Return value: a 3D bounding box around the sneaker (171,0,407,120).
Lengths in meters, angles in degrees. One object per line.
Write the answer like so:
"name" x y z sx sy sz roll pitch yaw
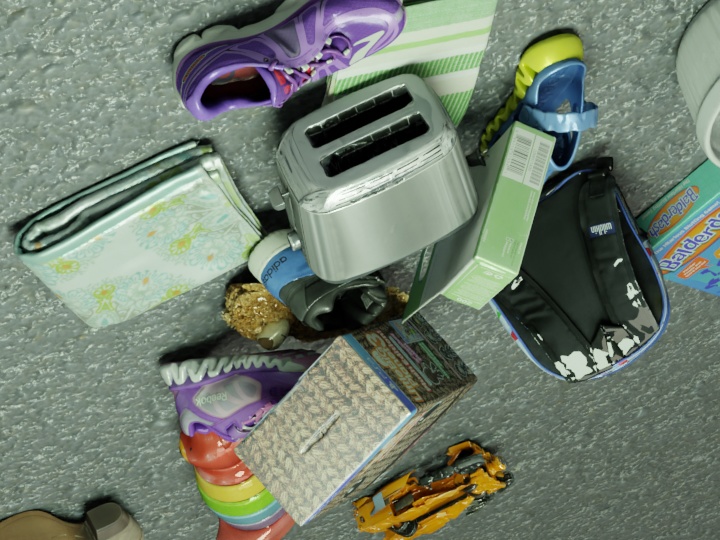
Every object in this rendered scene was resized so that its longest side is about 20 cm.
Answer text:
"sneaker" -0.053 -0.167 1.452 0.199 0.084 0.081 -22 130 1

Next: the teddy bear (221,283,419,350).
"teddy bear" -0.037 0.046 1.799 0.199 0.067 0.145 2 176 -44

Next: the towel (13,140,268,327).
"towel" -0.193 -0.026 1.632 0.199 0.048 0.171 -25 148 4

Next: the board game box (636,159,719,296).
"board game box" 0.398 -0.045 1.986 0.200 0.045 0.152 15 133 -44

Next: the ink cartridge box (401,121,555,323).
"ink cartridge box" 0.107 -0.034 1.669 0.048 0.146 0.200 21 156 -9

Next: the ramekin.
"ramekin" 0.393 -0.195 1.695 0.199 0.105 0.200 -16 148 -11

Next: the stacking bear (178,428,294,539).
"stacking bear" -0.140 0.213 1.984 0.113 0.122 0.200 -20 142 0

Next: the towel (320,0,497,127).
"towel" 0.035 -0.170 1.585 0.152 0.023 0.200 -12 146 -18

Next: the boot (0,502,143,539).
"boot" -0.344 0.329 2.062 0.199 0.070 0.146 -13 150 -15

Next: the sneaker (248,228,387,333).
"sneaker" -0.001 0.001 1.701 0.199 0.111 0.077 -16 145 -44

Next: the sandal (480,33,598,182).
"sandal" 0.169 -0.125 1.678 0.079 0.087 0.200 -14 150 -18

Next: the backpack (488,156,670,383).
"backpack" 0.220 0.017 1.828 0.200 0.191 0.154 -31 164 14

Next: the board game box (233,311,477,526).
"board game box" 0.000 0.136 1.715 0.160 0.097 0.200 -47 168 20

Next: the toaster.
"toaster" 0.019 -0.084 1.572 0.199 0.114 0.129 -24 146 -2

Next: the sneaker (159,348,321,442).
"sneaker" -0.113 0.126 1.804 0.200 0.089 0.080 -9 174 37

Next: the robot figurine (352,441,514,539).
"robot figurine" 0.096 0.280 2.279 0.200 0.058 0.145 -31 148 15
